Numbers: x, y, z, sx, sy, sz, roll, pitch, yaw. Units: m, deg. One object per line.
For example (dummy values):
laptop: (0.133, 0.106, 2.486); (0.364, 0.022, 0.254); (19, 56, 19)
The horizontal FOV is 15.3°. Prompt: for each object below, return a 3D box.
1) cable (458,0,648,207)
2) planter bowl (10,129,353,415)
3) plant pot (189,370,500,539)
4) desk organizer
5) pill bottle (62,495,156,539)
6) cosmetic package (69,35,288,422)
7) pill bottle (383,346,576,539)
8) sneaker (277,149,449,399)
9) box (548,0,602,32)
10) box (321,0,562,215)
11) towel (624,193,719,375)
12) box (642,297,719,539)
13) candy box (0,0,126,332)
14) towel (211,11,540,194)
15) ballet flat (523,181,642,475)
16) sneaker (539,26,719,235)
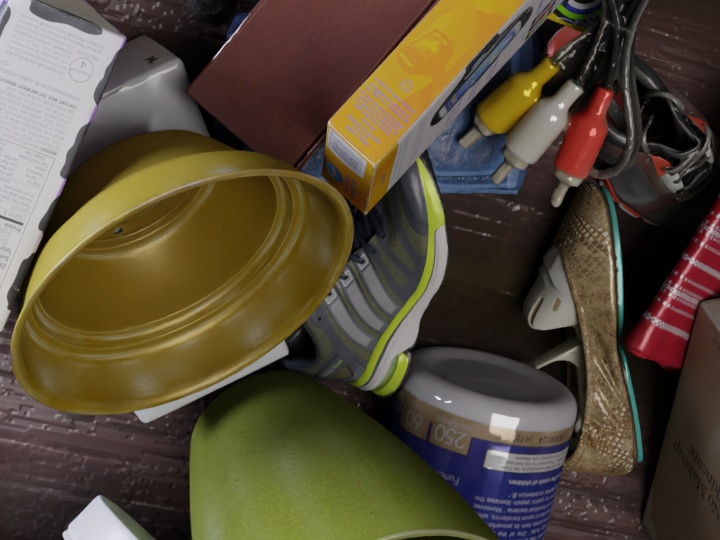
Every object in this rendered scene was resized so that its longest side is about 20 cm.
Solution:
cable: (0.142, -0.126, 1.559); (0.097, 0.050, 0.200); (32, 120, 2)
planter bowl: (-0.110, -0.016, 1.453); (0.200, 0.084, 0.201); (-22, 150, -13)
plant pot: (-0.023, 0.157, 1.573); (0.186, 0.200, 0.188); (-14, 132, -16)
desk organizer: (-0.003, -0.150, 1.484); (0.077, 0.072, 0.200); (40, 101, -3)
pill bottle: (-0.189, 0.238, 1.593); (0.200, 0.114, 0.114); (-46, 120, -3)
cosmetic package: (-0.125, -0.024, 1.552); (0.101, 0.074, 0.201); (-25, 115, -14)
pill bottle: (0.058, 0.158, 1.677); (0.115, 0.116, 0.201); (6, 105, -26)
sneaker: (0.000, 0.000, 1.591); (0.080, 0.074, 0.201); (1, 132, -17)
box: (0.060, -0.203, 1.571); (0.199, 0.070, 0.065); (17, 102, -29)
box: (0.058, -0.126, 1.477); (0.041, 0.119, 0.200); (39, 79, 5)
towel: (0.241, -0.023, 1.709); (0.201, 0.022, 0.145); (-60, 155, 5)
box: (0.251, 0.116, 1.728); (0.077, 0.095, 0.201); (-10, 132, -21)
candy box: (-0.214, -0.065, 1.438); (0.071, 0.168, 0.201); (20, 100, -26)
towel: (0.013, -0.099, 1.601); (0.199, 0.049, 0.112); (-1, 108, -24)
ballet flat: (0.137, 0.043, 1.703); (0.065, 0.071, 0.201); (-11, 110, -5)
sneaker: (0.186, -0.073, 1.666); (0.200, 0.082, 0.077); (38, 89, -38)
